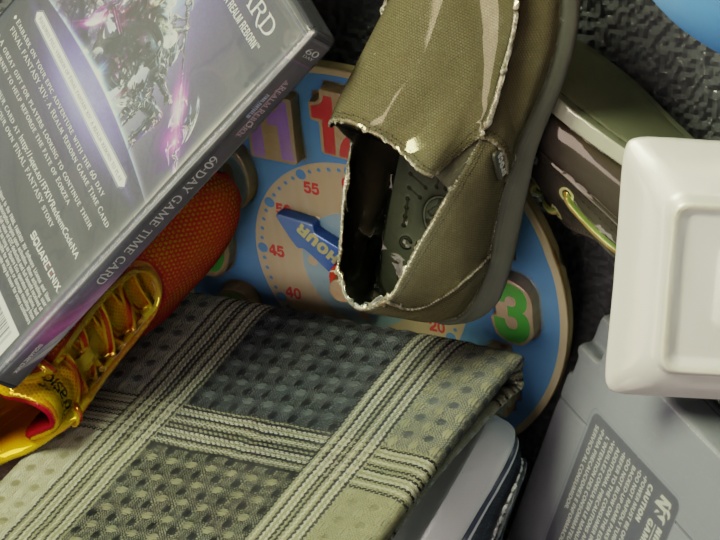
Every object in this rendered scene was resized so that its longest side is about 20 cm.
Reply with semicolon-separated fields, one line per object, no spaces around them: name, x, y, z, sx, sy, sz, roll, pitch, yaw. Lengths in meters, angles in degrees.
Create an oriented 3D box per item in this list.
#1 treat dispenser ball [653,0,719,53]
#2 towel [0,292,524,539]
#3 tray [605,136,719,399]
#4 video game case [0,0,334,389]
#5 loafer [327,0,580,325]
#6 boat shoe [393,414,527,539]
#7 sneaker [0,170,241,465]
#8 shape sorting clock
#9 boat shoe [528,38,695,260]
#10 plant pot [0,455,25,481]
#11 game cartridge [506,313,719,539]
treat dispenser ball;0.170;-0.163;0.869;0.200;0.201;0.202;11;114;26
towel;-0.054;0.087;1.047;0.192;0.200;0.035;9;131;35
tray;0.196;0.007;0.980;0.199;0.022;0.108;3;111;2
video game case;-0.106;-0.070;1.034;0.200;0.019;0.143;-45;51;19
loafer;0.031;-0.065;0.984;0.075;0.069;0.201;25;120;38
boat shoe;0.043;0.162;1.093;0.090;0.071;0.201;25;103;-5
sneaker;-0.123;0.032;1.081;0.077;0.200;0.073;37;164;47
shape sorting clock;0.000;0.000;1.114;0.199;0.039;0.201;17;125;25
boat shoe;0.105;-0.035;1.034;0.201;0.072;0.061;38;119;9
plant pot;-0.161;0.084;1.184;0.199;0.187;0.188;15;116;9
game cartridge;0.112;0.137;1.080;0.133;0.041;0.201;46;128;42
